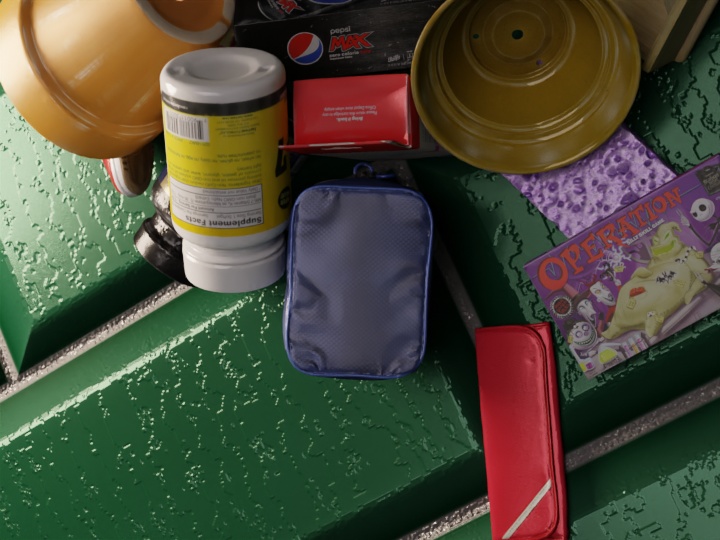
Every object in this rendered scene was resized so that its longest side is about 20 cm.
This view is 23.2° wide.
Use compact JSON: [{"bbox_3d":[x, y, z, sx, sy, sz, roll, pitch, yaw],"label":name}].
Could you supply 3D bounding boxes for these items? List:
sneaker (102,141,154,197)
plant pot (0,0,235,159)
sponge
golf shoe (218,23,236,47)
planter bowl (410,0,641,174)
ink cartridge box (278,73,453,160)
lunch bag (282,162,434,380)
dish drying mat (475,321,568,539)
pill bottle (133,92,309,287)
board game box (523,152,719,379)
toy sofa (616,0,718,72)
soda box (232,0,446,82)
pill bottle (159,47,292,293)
[{"bbox_3d":[-0.283,-0.158,1.799,0.112,0.071,0.202,-19,74,19],"label":"sneaker"},{"bbox_3d":[-0.221,-0.234,1.672,0.183,0.199,0.202,-29,76,44],"label":"plant pot"},{"bbox_3d":[0.202,-0.094,1.596,0.200,0.030,0.112,45,107,18],"label":"sponge"},{"bbox_3d":[-0.116,-0.302,1.691,0.091,0.075,0.201,33,133,8],"label":"golf shoe"},{"bbox_3d":[0.141,-0.191,1.538,0.198,0.084,0.202,-1,124,-1],"label":"planter bowl"},{"bbox_3d":[0.016,-0.138,1.589,0.115,0.200,0.068,-1,90,24],"label":"ink cartridge box"},{"bbox_3d":[0.000,0.000,1.630,0.135,0.132,0.202,5,91,1],"label":"lunch bag"},{"bbox_3d":[0.149,0.151,1.622,0.076,0.018,0.202,-7,86,25],"label":"dish drying mat"},{"bbox_3d":[-0.133,-0.087,1.706,0.112,0.112,0.201,41,104,20],"label":"pill bottle"},{"bbox_3d":[0.258,-0.002,1.545,0.199,0.032,0.121,-31,88,15],"label":"board game box"},{"bbox_3d":[0.227,-0.273,1.571,0.200,0.097,0.083,41,129,20],"label":"toy sofa"},{"bbox_3d":[-0.016,-0.226,1.634,0.198,0.064,0.071,-7,125,3],"label":"soda box"},{"bbox_3d":[-0.119,-0.090,1.582,0.113,0.114,0.202,12,120,24],"label":"pill bottle"}]
